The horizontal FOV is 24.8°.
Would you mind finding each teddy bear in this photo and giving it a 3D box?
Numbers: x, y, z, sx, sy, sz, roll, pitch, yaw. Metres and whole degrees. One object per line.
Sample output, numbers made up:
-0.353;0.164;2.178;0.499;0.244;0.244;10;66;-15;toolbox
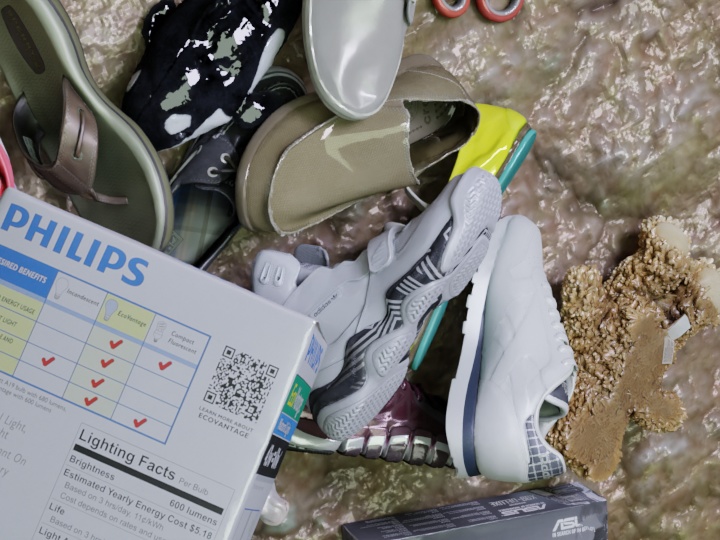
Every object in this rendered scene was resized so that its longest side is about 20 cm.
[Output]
0.193;0.055;1.205;0.144;0.067;0.202;26;86;-33;teddy bear

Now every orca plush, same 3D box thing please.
-0.071;-0.154;1.037;0.199;0.071;0.106;-29;81;-13;orca plush

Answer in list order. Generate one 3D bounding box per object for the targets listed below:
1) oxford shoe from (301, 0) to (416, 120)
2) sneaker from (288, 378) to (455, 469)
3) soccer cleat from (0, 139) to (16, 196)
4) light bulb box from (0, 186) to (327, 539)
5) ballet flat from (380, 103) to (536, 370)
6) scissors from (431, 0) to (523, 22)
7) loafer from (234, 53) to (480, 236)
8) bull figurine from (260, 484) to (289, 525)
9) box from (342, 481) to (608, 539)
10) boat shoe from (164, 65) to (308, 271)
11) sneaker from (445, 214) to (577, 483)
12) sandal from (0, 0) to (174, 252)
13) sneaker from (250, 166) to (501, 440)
0.012;-0.195;1.028;0.075;0.058;0.202;17;81;-32;oxford shoe
0.025;0.073;1.142;0.198;0.075;0.117;8;90;-26;sneaker
-0.230;-0.025;1.005;0.066;0.076;0.202;-23;122;-16;soccer cleat
-0.144;0.090;0.938;0.196;0.125;0.202;23;83;4;light bulb box
0.052;-0.029;1.126;0.066;0.067;0.201;26;75;6;ballet flat
0.104;-0.267;1.132;0.072;0.014;0.202;15;97;-21;scissors
0.002;-0.083;1.069;0.199;0.067;0.077;-36;132;-31;loafer
-0.128;0.117;1.076;0.065;0.122;0.200;-37;107;15;bull figurine
0.088;0.253;1.214;0.198;0.050;0.160;-6;103;-20;box
-0.098;-0.048;1.071;0.200;0.066;0.070;-47;113;-6;boat shoe
0.113;0.053;1.126;0.077;0.080;0.202;59;36;-55;sneaker
-0.188;-0.088;1.012;0.202;0.079;0.057;59;41;-8;sandal
0.000;0.000;1.048;0.115;0.075;0.201;37;108;16;sneaker
